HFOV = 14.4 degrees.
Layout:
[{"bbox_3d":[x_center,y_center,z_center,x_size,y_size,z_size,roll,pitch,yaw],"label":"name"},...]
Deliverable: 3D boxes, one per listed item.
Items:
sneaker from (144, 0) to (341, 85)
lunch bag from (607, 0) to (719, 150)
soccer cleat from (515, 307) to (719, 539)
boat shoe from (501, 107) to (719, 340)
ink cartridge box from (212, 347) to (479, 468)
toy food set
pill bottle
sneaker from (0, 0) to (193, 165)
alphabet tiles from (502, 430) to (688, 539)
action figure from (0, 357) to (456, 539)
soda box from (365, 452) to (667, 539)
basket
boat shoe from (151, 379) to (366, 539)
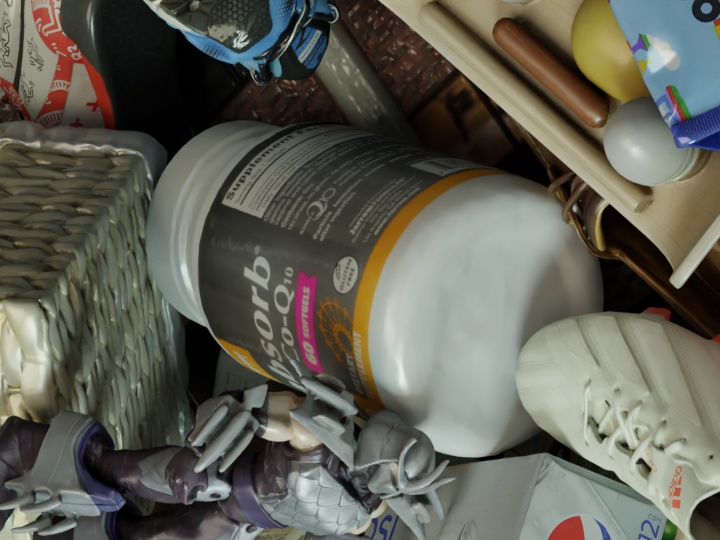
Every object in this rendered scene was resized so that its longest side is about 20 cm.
[{"bbox_3d":[-0.036,-0.119,1.161,0.078,0.200,0.090,-32,106,10],"label":"sneaker"},{"bbox_3d":[0.171,-0.146,0.946,0.199,0.094,0.151,-28,78,15],"label":"lunch bag"},{"bbox_3d":[0.126,0.066,1.052,0.199,0.077,0.070,18,135,41],"label":"soccer cleat"},{"bbox_3d":[0.108,-0.043,1.109,0.200,0.067,0.072,45,140,18],"label":"boat shoe"},{"bbox_3d":[0.019,0.125,1.333,0.199,0.057,0.163,19,127,12],"label":"ink cartridge box"},{"bbox_3d":[0.091,-0.111,1.049,0.200,0.060,0.144,43,108,19],"label":"toy food set"},{"bbox_3d":[0.000,0.000,1.197,0.199,0.116,0.117,19,126,52],"label":"pill bottle"},{"bbox_3d":[-0.134,-0.070,1.348,0.108,0.067,0.203,28,133,41],"label":"sneaker"},{"bbox_3d":[0.087,0.129,1.183,0.166,0.006,0.201,-146,69,-64],"label":"alphabet tiles"},{"bbox_3d":[-0.052,0.091,1.124,0.199,0.070,0.130,-11,133,27],"label":"action figure"},{"bbox_3d":[0.046,0.123,1.177,0.063,0.069,0.200,24,164,-20],"label":"soda box"},{"bbox_3d":[-0.190,0.052,1.272,0.197,0.161,0.201,3,117,12],"label":"basket"},{"bbox_3d":[-0.055,0.123,1.234,0.071,0.200,0.065,7,141,51],"label":"boat shoe"}]
